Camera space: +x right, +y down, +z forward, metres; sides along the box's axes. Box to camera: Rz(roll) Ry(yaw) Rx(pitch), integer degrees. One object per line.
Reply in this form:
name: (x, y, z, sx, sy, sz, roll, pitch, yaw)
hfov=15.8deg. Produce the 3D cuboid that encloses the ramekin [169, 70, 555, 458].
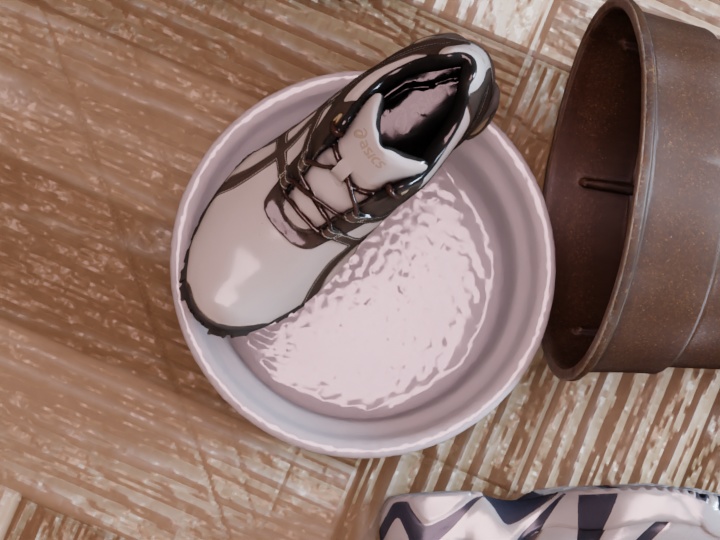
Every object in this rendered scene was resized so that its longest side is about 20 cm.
ramekin: (0.000, 0.000, 1.385, 0.200, 0.098, 0.201, 0, 85, -2)

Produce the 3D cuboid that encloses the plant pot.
plant pot: (0.212, -0.029, 1.355, 0.198, 0.200, 0.201, 8, 86, -8)

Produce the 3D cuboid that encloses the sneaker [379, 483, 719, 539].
sneaker: (0.111, 0.181, 1.387, 0.198, 0.079, 0.130, -2, 88, -2)

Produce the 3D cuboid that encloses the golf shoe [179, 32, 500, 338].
golf shoe: (-0.015, -0.048, 1.294, 0.078, 0.094, 0.200, 44, 87, 0)
